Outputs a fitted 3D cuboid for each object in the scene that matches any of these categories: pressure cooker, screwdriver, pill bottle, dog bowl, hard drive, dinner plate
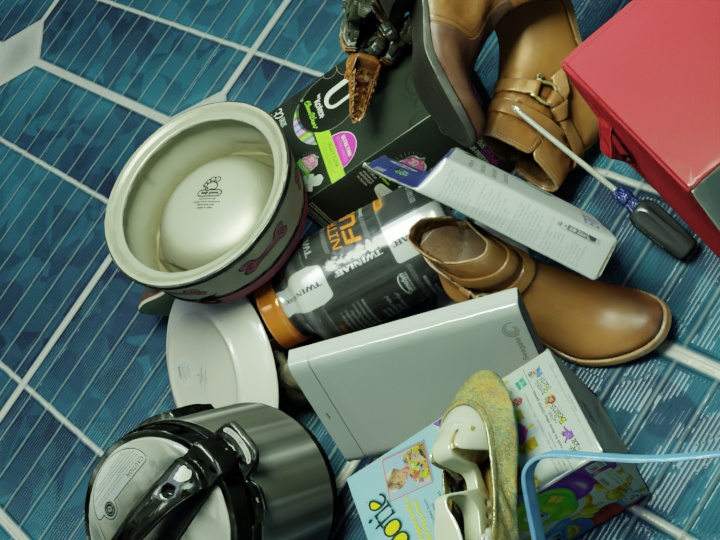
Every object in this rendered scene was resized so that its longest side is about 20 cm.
[{"bbox_3d":[-0.134,0.206,1.001,0.179,0.200,0.176,0,92,30],"label":"pressure cooker"},{"bbox_3d":[0.205,-0.079,1.005,0.200,0.029,0.028,40,114,7],"label":"screwdriver"},{"bbox_3d":[0.000,0.000,1.108,0.200,0.106,0.106,-27,49,9],"label":"pill bottle"},{"bbox_3d":[-0.138,-0.057,1.104,0.200,0.074,0.200,-14,57,22],"label":"dog bowl"},{"bbox_3d":[0.057,0.093,0.986,0.200,0.132,0.027,-16,37,16],"label":"hard drive"},{"bbox_3d":[-0.146,0.103,1.150,0.200,0.024,0.200,13,107,51],"label":"dinner plate"}]

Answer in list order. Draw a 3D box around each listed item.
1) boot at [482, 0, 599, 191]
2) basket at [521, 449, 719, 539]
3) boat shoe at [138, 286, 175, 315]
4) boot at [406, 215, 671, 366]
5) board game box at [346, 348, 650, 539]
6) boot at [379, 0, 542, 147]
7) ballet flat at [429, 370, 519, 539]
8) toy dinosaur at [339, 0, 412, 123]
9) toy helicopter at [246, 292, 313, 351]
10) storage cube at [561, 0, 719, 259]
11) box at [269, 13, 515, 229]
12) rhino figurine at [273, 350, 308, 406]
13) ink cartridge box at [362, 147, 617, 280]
[{"bbox_3d":[0.145,-0.182,1.070,0.155,0.200,0.074,-57,7,-17],"label":"boot"},{"bbox_3d":[0.199,0.222,0.797,0.176,0.139,0.200,-5,93,34],"label":"basket"},{"bbox_3d":[-0.194,0.000,1.245,0.200,0.071,0.063,136,129,-61],"label":"boat shoe"},{"bbox_3d":[0.144,0.013,0.976,0.200,0.155,0.074,5,66,39],"label":"boot"},{"bbox_3d":[0.108,0.173,0.938,0.200,0.103,0.105,-34,48,14],"label":"board game box"},{"bbox_3d":[0.131,-0.224,1.022,0.200,0.068,0.188,-23,81,-13],"label":"boot"},{"bbox_3d":[0.079,0.157,0.847,0.071,0.071,0.200,-18,56,27],"label":"ballet flat"},{"bbox_3d":[0.022,-0.232,1.104,0.136,0.102,0.200,130,133,-64],"label":"toy dinosaur"},{"bbox_3d":[-0.099,0.063,1.200,0.132,0.079,0.200,23,89,34],"label":"toy helicopter"},{"bbox_3d":[0.303,-0.129,0.937,0.200,0.171,0.180,-40,48,8],"label":"storage cube"},{"bbox_3d":[0.031,-0.135,1.175,0.200,0.124,0.149,-32,47,15],"label":"box"},{"bbox_3d":[-0.021,0.102,1.090,0.200,0.087,0.060,-9,55,41],"label":"rhino figurine"},{"bbox_3d":[0.107,-0.064,0.971,0.200,0.200,0.041,25,100,1],"label":"ink cartridge box"}]
